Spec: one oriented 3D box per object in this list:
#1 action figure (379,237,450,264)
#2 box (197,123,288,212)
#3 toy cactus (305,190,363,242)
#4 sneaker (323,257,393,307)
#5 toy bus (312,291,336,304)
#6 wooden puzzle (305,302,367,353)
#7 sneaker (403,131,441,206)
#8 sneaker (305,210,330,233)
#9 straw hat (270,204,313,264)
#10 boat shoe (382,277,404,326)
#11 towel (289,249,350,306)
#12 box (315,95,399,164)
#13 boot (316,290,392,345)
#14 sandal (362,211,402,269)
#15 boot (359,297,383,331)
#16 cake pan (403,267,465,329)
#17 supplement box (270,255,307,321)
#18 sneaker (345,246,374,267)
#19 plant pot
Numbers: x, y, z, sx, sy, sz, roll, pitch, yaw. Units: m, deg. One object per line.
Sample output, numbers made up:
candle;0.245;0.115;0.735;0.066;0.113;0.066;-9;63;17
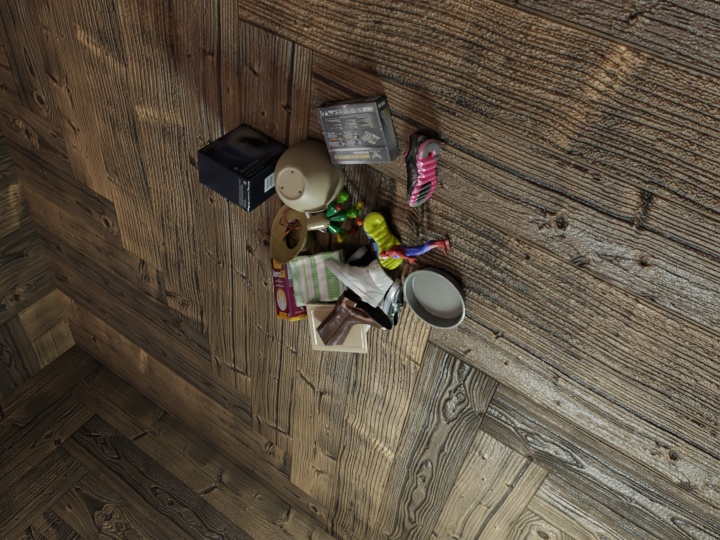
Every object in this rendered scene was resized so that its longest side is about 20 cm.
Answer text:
action figure;0.142;-0.052;1.617;0.197;0.065;0.052;-4;111;27
box;-0.336;-0.303;1.746;0.197;0.200;0.124;29;138;18
toy cactus;-0.070;-0.138;1.666;0.200;0.162;0.104;99;153;-68
sneaker;0.000;0.000;1.725;0.199;0.074;0.116;38;95;-5
toy bus;-0.079;0.128;1.906;0.078;0.065;0.201;-16;119;41
wooden puzzle;-0.071;0.175;1.866;0.182;0.037;0.202;2;127;11
sneaker;0.141;-0.254;1.490;0.095;0.078;0.202;47;145;34
sneaker;-0.124;-0.204;1.748;0.087;0.076;0.201;-22;107;42
straw hat;-0.194;-0.109;1.863;0.199;0.205;0.084;-9;161;44
boat shoe;0.105;0.098;1.807;0.056;0.069;0.201;26;142;10
towel;-0.125;0.022;1.819;0.197;0.023;0.155;-9;90;29
box;-0.007;-0.357;1.537;0.198;0.048;0.160;6;126;38
boot;-0.023;0.176;1.790;0.185;0.064;0.201;35;123;2
sandal;0.059;-0.092;1.691;0.202;0.079;0.087;65;174;-31
boot;0.039;0.108;1.850;0.073;0.090;0.201;40;138;10
cake pan;0.215;0.076;1.709;0.198;0.037;0.203;23;134;25
supplement box;-0.226;0.055;1.966;0.110;0.085;0.204;3;101;56
sneaker;-0.005;0.023;1.825;0.114;0.075;0.200;44;138;5
plant pot;-0.160;-0.247;1.641;0.197;0.134;0.204;7;110;20
